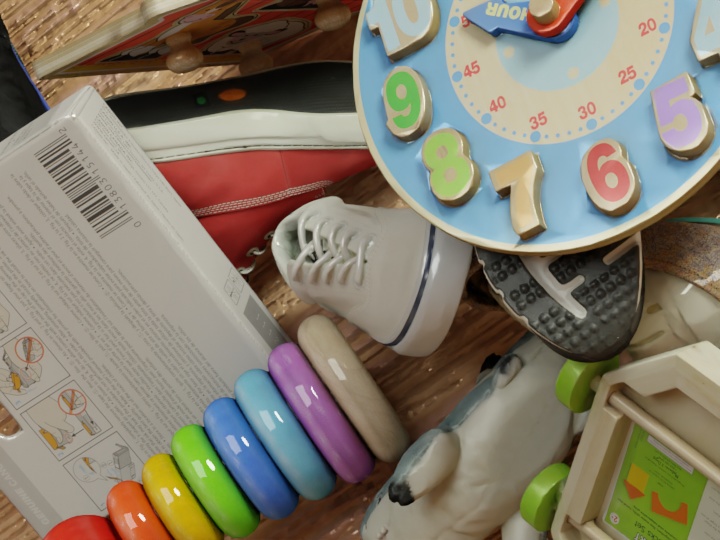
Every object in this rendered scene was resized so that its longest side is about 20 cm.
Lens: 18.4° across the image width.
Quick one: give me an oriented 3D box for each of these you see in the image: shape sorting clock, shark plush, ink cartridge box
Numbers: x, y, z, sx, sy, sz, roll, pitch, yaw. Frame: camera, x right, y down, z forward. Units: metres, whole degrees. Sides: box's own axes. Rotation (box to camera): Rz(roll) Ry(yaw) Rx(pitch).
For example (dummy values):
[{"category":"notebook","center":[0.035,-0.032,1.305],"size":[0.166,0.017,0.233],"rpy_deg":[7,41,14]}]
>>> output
[{"category":"shape sorting clock","center":[0.084,-0.105,0.948],"size":[0.199,0.039,0.202],"rpy_deg":[-12,66,27]},{"category":"shark plush","center":[0.066,0.058,1.091],"size":[0.201,0.090,0.083],"rpy_deg":[-66,19,0]},{"category":"ink cartridge box","center":[-0.153,0.029,1.182],"size":[0.176,0.200,0.045],"rpy_deg":[-30,19,21]}]

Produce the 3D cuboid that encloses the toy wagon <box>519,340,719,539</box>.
[{"category":"toy wagon","center":[0.138,0.130,0.975],"size":[0.155,0.039,0.201],"rpy_deg":[39,130,34]}]

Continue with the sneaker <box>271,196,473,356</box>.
[{"category":"sneaker","center":[0.000,0.000,1.095],"size":[0.200,0.070,0.074],"rpy_deg":[175,109,-75]}]

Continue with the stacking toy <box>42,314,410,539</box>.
[{"category":"stacking toy","center":[-0.076,0.111,1.122],"size":[0.199,0.086,0.086],"rpy_deg":[-35,51,-2]}]

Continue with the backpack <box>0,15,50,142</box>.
[{"category":"backpack","center":[-0.274,-0.072,1.327],"size":[0.200,0.182,0.148],"rpy_deg":[51,126,35]}]

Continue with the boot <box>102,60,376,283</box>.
[{"category":"boot","center":[-0.045,-0.032,1.214],"size":[0.198,0.145,0.073],"rpy_deg":[-8,28,-2]}]

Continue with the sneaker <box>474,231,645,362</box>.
[{"category":"sneaker","center":[0.078,-0.041,1.001],"size":[0.073,0.080,0.201],"rpy_deg":[-27,59,7]}]

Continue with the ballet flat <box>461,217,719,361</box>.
[{"category":"ballet flat","center":[0.124,0.011,1.015],"size":[0.199,0.068,0.067],"rpy_deg":[10,59,44]}]

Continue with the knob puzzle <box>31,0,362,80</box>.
[{"category":"knob puzzle","center":[-0.044,-0.133,1.183],"size":[0.218,0.219,0.031],"rpy_deg":[-19,85,28]}]
